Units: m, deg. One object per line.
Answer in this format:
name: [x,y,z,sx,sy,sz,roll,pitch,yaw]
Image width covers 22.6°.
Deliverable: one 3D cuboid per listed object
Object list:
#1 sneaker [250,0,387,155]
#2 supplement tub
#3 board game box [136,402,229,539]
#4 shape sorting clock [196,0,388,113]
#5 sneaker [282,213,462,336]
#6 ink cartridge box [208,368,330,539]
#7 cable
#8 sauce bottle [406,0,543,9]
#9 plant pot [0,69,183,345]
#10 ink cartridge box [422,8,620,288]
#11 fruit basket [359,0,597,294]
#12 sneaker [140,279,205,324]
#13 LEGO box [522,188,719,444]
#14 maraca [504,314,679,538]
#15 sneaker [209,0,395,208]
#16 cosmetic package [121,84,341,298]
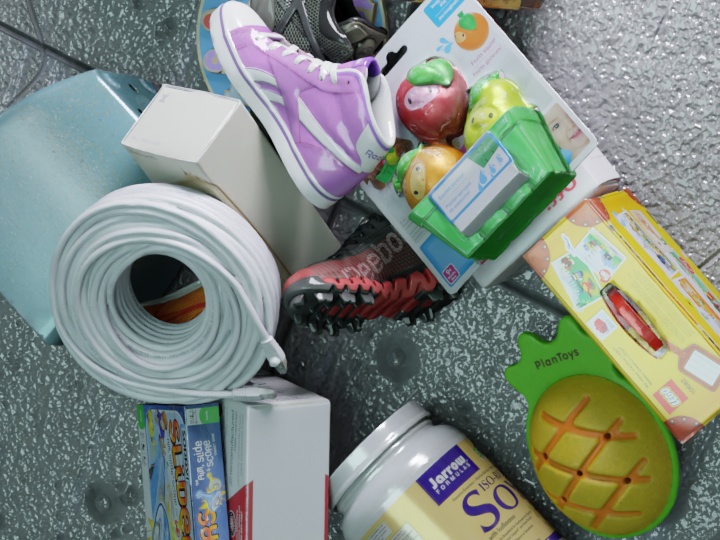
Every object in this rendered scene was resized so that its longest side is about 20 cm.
sneaker: [-0.037,-0.163,1.603,0.113,0.076,0.202,5,99,28]
supplement tub: [0.074,0.230,1.605,0.200,0.145,0.146,46,110,11]
board game box: [-0.157,0.219,1.619,0.135,0.034,0.202,171,94,-64]
shape sorting clock: [-0.066,-0.217,1.667,0.198,0.039,0.202,2,97,21]
sneaker: [0.000,0.000,1.593,0.071,0.199,0.099,-41,66,40]
ink cartridge box: [-0.105,0.171,1.643,0.200,0.083,0.146,-164,74,-64]
cable: [-0.164,0.020,1.536,0.198,0.069,0.202,-6,115,15]
sauce bottle: [0.062,-0.264,1.564,0.198,0.065,0.065,6,99,0]
plant pot: [-0.249,-0.075,1.680,0.196,0.196,0.200,45,104,11]
ink cartridge box: [0.108,-0.108,1.586,0.147,0.086,0.200,-42,79,20]
fruit basket: [0.073,-0.113,1.505,0.185,0.094,0.200,-45,76,20]
sneaker: [-0.174,0.066,1.652,0.073,0.078,0.199,35,133,-30]
LEGO box: [0.245,0.033,1.512,0.077,0.149,0.200,-43,80,20]
maraca: [0.200,0.138,1.561,0.136,0.107,0.201,-23,93,31]
sneaker: [-0.040,-0.166,1.520,0.114,0.072,0.201,-40,77,28]
cosmetic package: [-0.111,-0.066,1.590,0.103,0.200,0.073,16,63,41]
